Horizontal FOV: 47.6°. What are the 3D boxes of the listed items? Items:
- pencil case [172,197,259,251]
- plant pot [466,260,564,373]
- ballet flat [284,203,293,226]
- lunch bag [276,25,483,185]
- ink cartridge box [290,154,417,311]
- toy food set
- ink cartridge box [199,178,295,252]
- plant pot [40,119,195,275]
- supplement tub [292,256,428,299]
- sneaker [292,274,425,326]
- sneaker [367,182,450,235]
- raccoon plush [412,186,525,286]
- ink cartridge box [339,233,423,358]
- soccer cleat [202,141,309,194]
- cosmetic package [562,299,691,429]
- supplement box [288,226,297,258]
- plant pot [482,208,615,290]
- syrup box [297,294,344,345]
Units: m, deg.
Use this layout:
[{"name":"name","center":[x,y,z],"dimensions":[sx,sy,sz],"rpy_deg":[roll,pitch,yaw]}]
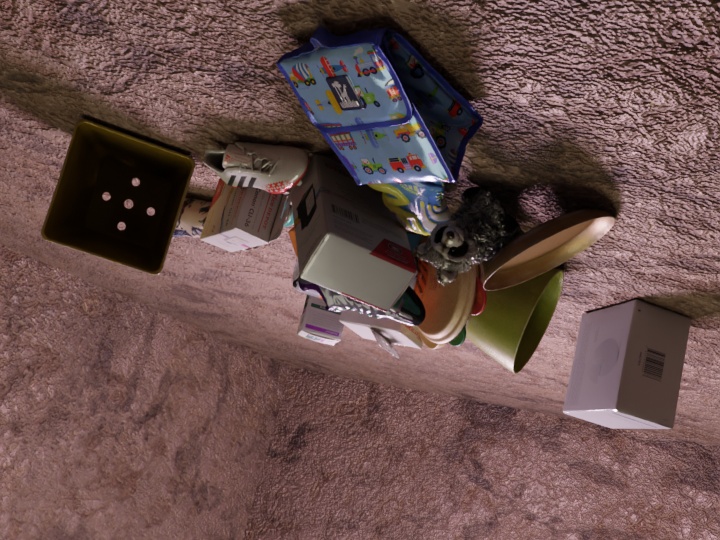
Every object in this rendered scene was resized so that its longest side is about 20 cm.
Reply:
[{"name":"pencil case","center":[-0.289,-0.090,1.582],"dimensions":[0.197,0.079,0.090],"rpy_deg":[11,145,18]},{"name":"plant pot","center":[0.217,0.045,1.395],"dimensions":[0.198,0.189,0.187],"rpy_deg":[26,171,24]},{"name":"ballet flat","center":[-0.141,-0.104,1.417],"dimensions":[0.069,0.069,0.199],"rpy_deg":[5,177,-31]},{"name":"lunch bag","center":[0.014,-0.190,0.883],"dimensions":[0.149,0.095,0.200],"rpy_deg":[4,150,44]},{"name":"ink cartridge box","center":[-0.014,-0.056,1.150],"dimensions":[0.144,0.201,0.083],"rpy_deg":[22,121,-24]},{"name":"toy food set","center":[0.136,0.022,1.307],"dimensions":[0.048,0.204,0.197],"rpy_deg":[5,167,-26]},{"name":"ink cartridge box","center":[-0.184,-0.103,1.336],"dimensions":[0.067,0.118,0.199],"rpy_deg":[23,164,-29]},{"name":"plant pot","center":[-0.405,-0.118,1.400],"dimensions":[0.197,0.203,0.176],"rpy_deg":[18,177,-11]},{"name":"supplement tub","center":[0.000,0.000,1.290],"dimensions":[0.197,0.125,0.123],"rpy_deg":[17,166,-10]},{"name":"sneaker","center":[-0.002,0.036,1.205],"dimensions":[0.198,0.075,0.088],"rpy_deg":[32,122,-1]},{"name":"sneaker","center":[0.087,-0.105,1.110],"dimensions":[0.104,0.077,0.199],"rpy_deg":[2,160,42]},{"name":"raccoon plush","center":[0.163,-0.020,1.152],"dimensions":[0.097,0.134,0.200],"rpy_deg":[45,180,42]},{"name":"ink cartridge box","center":[0.054,0.046,1.471],"dimensions":[0.123,0.203,0.128],"rpy_deg":[9,165,26]},{"name":"soccer cleat","center":[-0.156,-0.157,1.206],"dimensions":[0.198,0.070,0.085],"rpy_deg":[7,164,46]},{"name":"cosmetic package","center":[0.487,0.179,1.504],"dimensions":[0.121,0.203,0.200],"rpy_deg":[18,166,-11]},{"name":"supplement box","center":[-0.029,-0.053,1.423],"dimensions":[0.198,0.066,0.070],"rpy_deg":[3,122,39]},{"name":"plant pot","center":[0.252,-0.032,1.114],"dimensions":[0.197,0.028,0.200],"rpy_deg":[-23,163,-7]},{"name":"syrup box","center":[-0.056,0.033,1.545],"dimensions":[0.080,0.203,0.079],"rpy_deg":[17,167,-7]}]
